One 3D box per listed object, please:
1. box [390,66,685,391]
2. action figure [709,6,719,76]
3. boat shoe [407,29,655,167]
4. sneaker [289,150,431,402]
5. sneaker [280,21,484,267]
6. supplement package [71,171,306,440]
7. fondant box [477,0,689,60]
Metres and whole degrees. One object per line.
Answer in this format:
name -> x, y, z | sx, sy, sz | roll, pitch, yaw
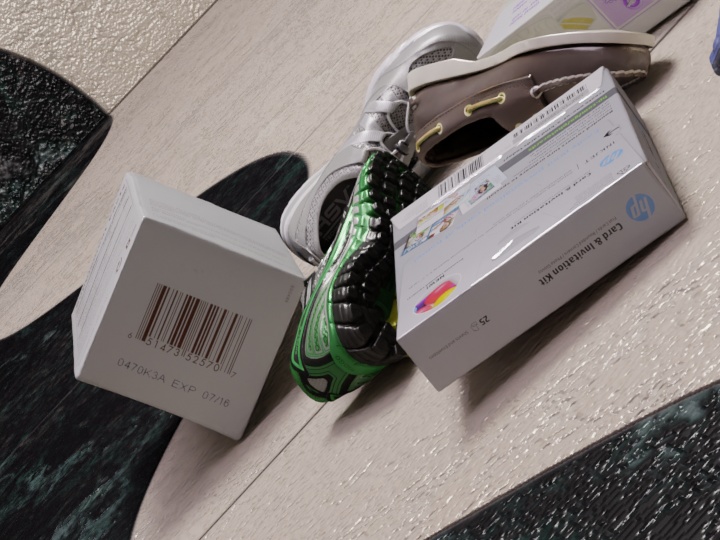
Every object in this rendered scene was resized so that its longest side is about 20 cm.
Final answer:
box -> 0.089, -0.028, 1.229 | 0.156, 0.041, 0.200 | -36, 14, 11
action figure -> 0.250, -0.177, 1.092 | 0.200, 0.105, 0.194 | 111, -176, -50
boat shoe -> 0.103, -0.106, 1.408 | 0.200, 0.072, 0.060 | -9, 78, 49
sneaker -> 0.000, 0.000, 1.371 | 0.085, 0.078, 0.200 | -38, 16, 33
sneaker -> 0.025, -0.077, 1.567 | 0.200, 0.075, 0.082 | -56, 18, 9
supplement package -> -0.119, 0.019, 1.530 | 0.200, 0.117, 0.117 | -125, 57, -77
fondant box -> 0.168, -0.207, 1.515 | 0.144, 0.058, 0.200 | -36, 18, 36
